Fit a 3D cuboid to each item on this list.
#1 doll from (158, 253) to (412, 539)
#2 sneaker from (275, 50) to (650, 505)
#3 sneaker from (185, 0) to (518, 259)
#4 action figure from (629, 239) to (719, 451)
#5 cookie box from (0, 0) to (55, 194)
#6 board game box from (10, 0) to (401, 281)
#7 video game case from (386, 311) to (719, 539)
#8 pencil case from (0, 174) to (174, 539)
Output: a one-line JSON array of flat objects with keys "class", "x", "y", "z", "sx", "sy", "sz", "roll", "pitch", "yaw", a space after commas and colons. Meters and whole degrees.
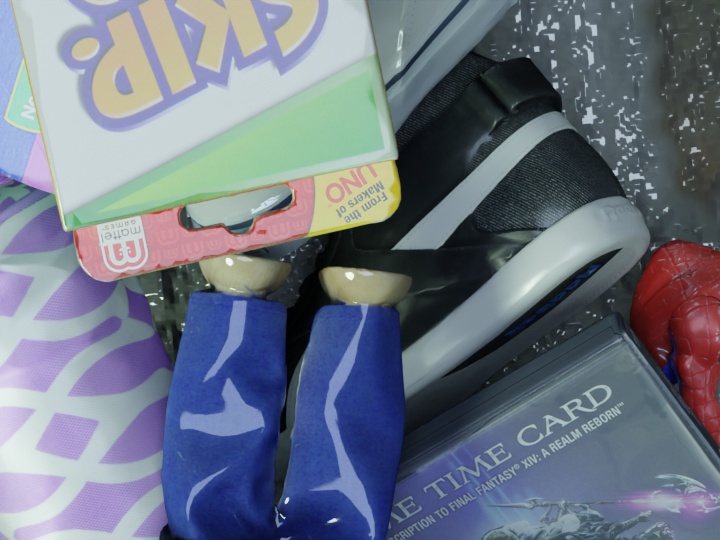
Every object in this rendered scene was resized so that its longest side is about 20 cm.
[{"class": "doll", "x": -0.022, "y": 0.098, "z": 0.716, "sx": 0.135, "sy": 0.048, "sz": 0.202, "roll": 7, "pitch": 89, "yaw": -7}, {"class": "sneaker", "x": 0.000, "y": 0.000, "z": 0.811, "sx": 0.200, "sy": 0.073, "sz": 0.112, "roll": -37, "pitch": 69, "yaw": 21}, {"class": "sneaker", "x": 0.001, "y": -0.098, "z": 0.754, "sx": 0.201, "sy": 0.073, "sz": 0.071, "roll": -58, "pitch": 137, "yaw": -20}, {"class": "action figure", "x": 0.094, "y": 0.064, "z": 0.804, "sx": 0.099, "sy": 0.065, "sz": 0.200, "roll": 38, "pitch": 111, "yaw": -24}, {"class": "cookie box", "x": -0.084, "y": -0.122, "z": 0.724, "sx": 0.075, "sy": 0.200, "sz": 0.172, "roll": 20, "pitch": 98, "yaw": -1}, {"class": "board game box", "x": -0.052, "y": -0.101, "z": 0.615, "sx": 0.095, "sy": 0.030, "sz": 0.202, "roll": -12, "pitch": 101, "yaw": 0}, {"class": "video game case", "x": 0.079, "y": 0.119, "z": 0.790, "sx": 0.142, "sy": 0.019, "sz": 0.200, "roll": -31, "pitch": 120, "yaw": 14}, {"class": "pencil case", "x": -0.087, "y": 0.063, "z": 0.762, "sx": 0.083, "sy": 0.086, "sz": 0.201, "roll": -19, "pitch": 103, "yaw": 14}]
